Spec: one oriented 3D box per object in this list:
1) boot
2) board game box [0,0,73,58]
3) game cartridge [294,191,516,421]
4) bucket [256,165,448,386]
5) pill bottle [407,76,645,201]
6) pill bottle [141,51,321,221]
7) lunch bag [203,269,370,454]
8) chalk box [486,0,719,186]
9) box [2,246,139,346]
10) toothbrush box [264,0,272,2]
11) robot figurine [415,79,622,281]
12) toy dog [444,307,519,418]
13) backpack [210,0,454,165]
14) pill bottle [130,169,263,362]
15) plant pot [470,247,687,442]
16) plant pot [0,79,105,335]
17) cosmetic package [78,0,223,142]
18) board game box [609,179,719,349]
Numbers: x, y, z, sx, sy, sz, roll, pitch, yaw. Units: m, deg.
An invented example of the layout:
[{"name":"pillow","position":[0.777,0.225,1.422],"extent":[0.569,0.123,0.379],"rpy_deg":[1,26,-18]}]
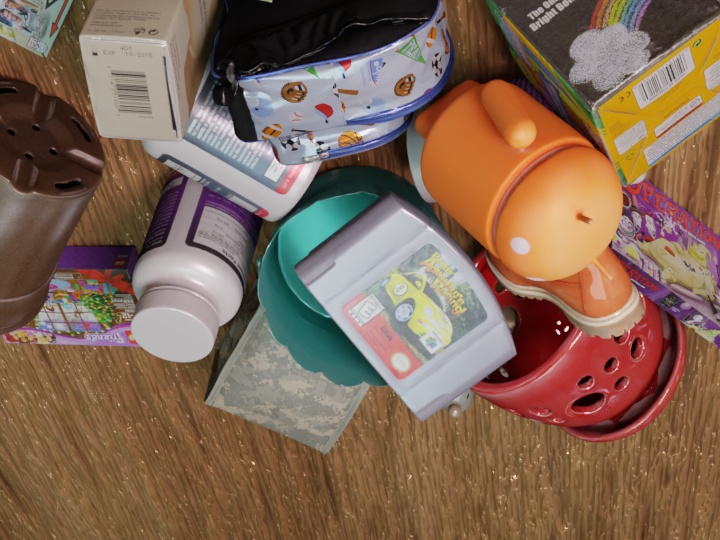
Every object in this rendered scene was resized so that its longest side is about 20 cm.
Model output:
[{"name":"boot","position":[0.168,-0.024,1.059],"extent":[0.075,0.200,0.108],"rpy_deg":[-39,122,-12]},{"name":"board game box","position":[-0.305,-0.292,1.039],"extent":[0.134,0.029,0.200],"rpy_deg":[25,136,-17]},{"name":"game cartridge","position":[0.050,0.032,1.089],"extent":[0.133,0.041,0.200],"rpy_deg":[-38,108,6]},{"name":"bucket","position":[0.000,0.000,1.165],"extent":[0.206,0.135,0.209],"rpy_deg":[0,110,-1]},{"name":"pill bottle","position":[0.149,-0.118,1.061],"extent":[0.199,0.112,0.112],"rpy_deg":[-9,135,20]},{"name":"pill bottle","position":[-0.137,-0.143,1.099],"extent":[0.199,0.120,0.120],"rpy_deg":[29,135,-18]},{"name":"lunch bag","position":[-0.063,0.083,1.325],"extent":[0.163,0.118,0.200],"rpy_deg":[24,125,-14]},{"name":"chalk box","position":[0.188,-0.193,0.931],"extent":[0.125,0.200,0.124],"rpy_deg":[-36,146,5]},{"name":"box","position":[-0.345,0.031,1.389],"extent":[0.199,0.039,0.137],"rpy_deg":[0,137,11]},{"name":"toothbrush box","position":[-0.084,-0.327,0.869],"extent":[0.085,0.146,0.201],"rpy_deg":[10,137,1]},{"name":"robot figurine","position":[0.124,-0.071,0.923],"extent":[0.116,0.200,0.145],"rpy_deg":[-6,129,-37]},{"name":"toy dog","position":[0.125,0.111,1.336],"extent":[0.131,0.097,0.201],"rpy_deg":[-5,136,17]},{"name":"backpack","position":[-0.017,-0.187,0.986],"extent":[0.189,0.201,0.154],"rpy_deg":[-12,138,14]},{"name":"pill bottle","position":[-0.166,-0.011,1.187],"extent":[0.111,0.201,0.112],"rpy_deg":[6,138,6]},{"name":"plant pot","position":[0.214,0.065,1.199],"extent":[0.182,0.201,0.200],"rpy_deg":[30,136,-35]},{"name":"plant pot","position":[-0.368,-0.071,1.182],"extent":[0.200,0.201,0.198],"rpy_deg":[29,128,-19]},{"name":"cosmetic package","position":[-0.164,-0.210,0.972],"extent":[0.071,0.201,0.106],"rpy_deg":[5,139,5]},{"name":"board game box","position":[0.309,-0.011,1.150],"extent":[0.199,0.121,0.032],"rpy_deg":[32,133,-23]}]
